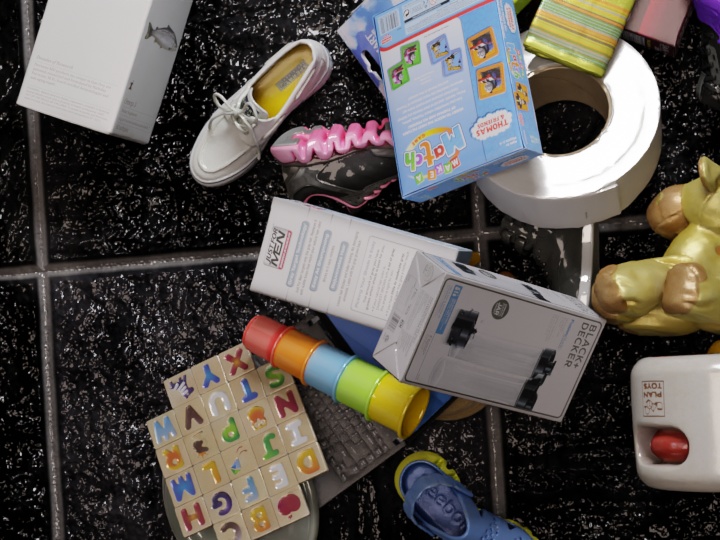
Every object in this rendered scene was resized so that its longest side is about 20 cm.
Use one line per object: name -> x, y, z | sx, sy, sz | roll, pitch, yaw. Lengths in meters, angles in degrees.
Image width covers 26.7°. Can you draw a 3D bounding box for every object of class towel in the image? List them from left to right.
towel -> 0.239, -0.293, 1.513 | 0.086, 0.018, 0.200 | 24, 83, 7

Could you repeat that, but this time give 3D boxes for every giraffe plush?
giraffe plush -> 0.333, -0.023, 1.492 | 0.200, 0.173, 0.162 | 6, 79, 8

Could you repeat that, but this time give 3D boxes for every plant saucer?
plant saucer -> -0.139, 0.249, 1.602 | 0.200, 0.050, 0.200 | 6, 101, 30

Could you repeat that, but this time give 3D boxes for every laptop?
laptop -> -0.025, 0.120, 1.566 | 0.200, 0.103, 0.177 | -35, 77, -5

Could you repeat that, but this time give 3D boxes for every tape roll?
tape roll -> 0.202, -0.144, 1.526 | 0.202, 0.071, 0.202 | -5, 65, 10

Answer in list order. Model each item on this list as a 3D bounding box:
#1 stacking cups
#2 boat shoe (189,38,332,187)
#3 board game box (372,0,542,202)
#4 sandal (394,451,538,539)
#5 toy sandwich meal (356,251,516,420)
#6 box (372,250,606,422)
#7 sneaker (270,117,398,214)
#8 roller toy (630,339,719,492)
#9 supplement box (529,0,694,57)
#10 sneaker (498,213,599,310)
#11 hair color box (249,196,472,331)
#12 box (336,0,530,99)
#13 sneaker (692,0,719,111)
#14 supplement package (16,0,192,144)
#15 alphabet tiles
stacking cups -> -0.031, 0.101, 1.529 | 0.200, 0.061, 0.061 | 24, 94, 20
boat shoe -> -0.114, -0.170, 1.623 | 0.202, 0.086, 0.075 | -42, 80, 8
board game box -> 0.092, -0.185, 1.496 | 0.151, 0.037, 0.200 | -20, 70, 36
sandal -> 0.111, 0.269, 1.561 | 0.200, 0.087, 0.079 | 37, 95, 9
toy sandwich meal -> 0.087, 0.061, 1.577 | 0.205, 0.070, 0.205 | 13, 113, 32
box -> 0.125, 0.064, 1.448 | 0.200, 0.060, 0.117 | 17, 102, -32
sneaker -> 0.008, -0.108, 1.611 | 0.200, 0.079, 0.095 | -4, 109, 13
roller toy -> 0.353, 0.136, 1.457 | 0.182, 0.200, 0.140 | -4, 87, 18
supplement box -> 0.249, -0.306, 1.559 | 0.200, 0.061, 0.109 | 22, 93, 11
sneaker -> 0.193, -0.008, 1.561 | 0.099, 0.071, 0.200 | -1, 82, 14
hair color box -> 0.000, 0.000, 1.512 | 0.200, 0.061, 0.099 | 17, 95, 18
box -> 0.079, -0.269, 1.572 | 0.200, 0.048, 0.122 | -42, 78, 36
sneaker -> 0.365, -0.210, 1.503 | 0.100, 0.070, 0.200 | -39, 104, 19
supplement package -> -0.270, -0.251, 1.645 | 0.117, 0.117, 0.200 | 18, 93, 13
alphabet tiles -> -0.129, 0.181, 1.566 | 0.166, 0.006, 0.200 | -26, 67, 8
